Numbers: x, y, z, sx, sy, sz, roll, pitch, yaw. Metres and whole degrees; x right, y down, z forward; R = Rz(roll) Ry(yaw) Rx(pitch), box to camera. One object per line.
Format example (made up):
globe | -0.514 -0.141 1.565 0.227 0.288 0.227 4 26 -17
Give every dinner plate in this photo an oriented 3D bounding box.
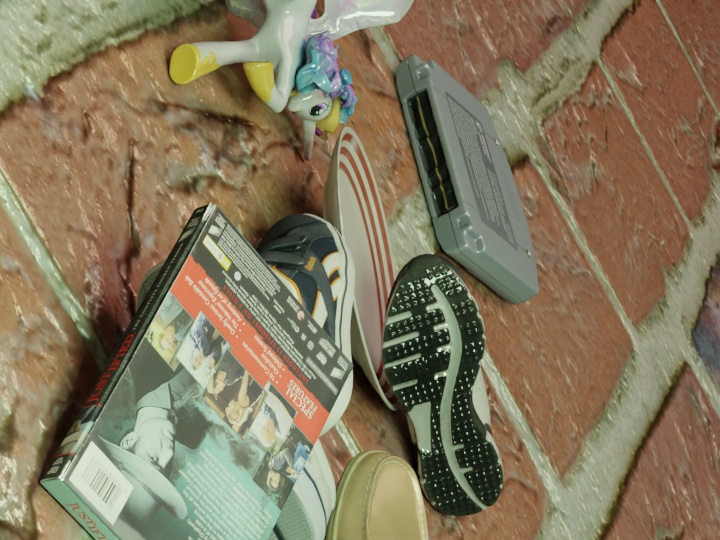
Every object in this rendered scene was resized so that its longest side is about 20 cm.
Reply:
dinner plate | 0.000 0.000 1.846 0.200 0.024 0.201 -11 90 -82

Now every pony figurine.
pony figurine | -0.052 -0.190 1.882 0.200 0.166 0.194 24 74 -64

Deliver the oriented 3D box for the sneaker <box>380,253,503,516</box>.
sneaker | 0.052 0.072 1.840 0.080 0.073 0.201 -102 -177 -59

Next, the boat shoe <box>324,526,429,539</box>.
boat shoe | 0.036 0.204 1.688 0.200 0.062 0.075 43 30 -39

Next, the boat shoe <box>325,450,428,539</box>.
boat shoe | 0.025 0.200 1.590 0.071 0.064 0.201 16 60 -36

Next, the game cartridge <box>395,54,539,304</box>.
game cartridge | 0.092 -0.072 2.202 0.133 0.040 0.201 32 36 -48

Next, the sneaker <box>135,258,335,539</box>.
sneaker | -0.075 0.080 1.574 0.071 0.073 0.201 -58 128 -68

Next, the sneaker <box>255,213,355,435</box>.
sneaker | -0.052 0.017 1.687 0.079 0.078 0.200 39 24 -29

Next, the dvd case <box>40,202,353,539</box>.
dvd case | -0.087 0.084 1.479 0.146 0.022 0.201 49 49 -31
